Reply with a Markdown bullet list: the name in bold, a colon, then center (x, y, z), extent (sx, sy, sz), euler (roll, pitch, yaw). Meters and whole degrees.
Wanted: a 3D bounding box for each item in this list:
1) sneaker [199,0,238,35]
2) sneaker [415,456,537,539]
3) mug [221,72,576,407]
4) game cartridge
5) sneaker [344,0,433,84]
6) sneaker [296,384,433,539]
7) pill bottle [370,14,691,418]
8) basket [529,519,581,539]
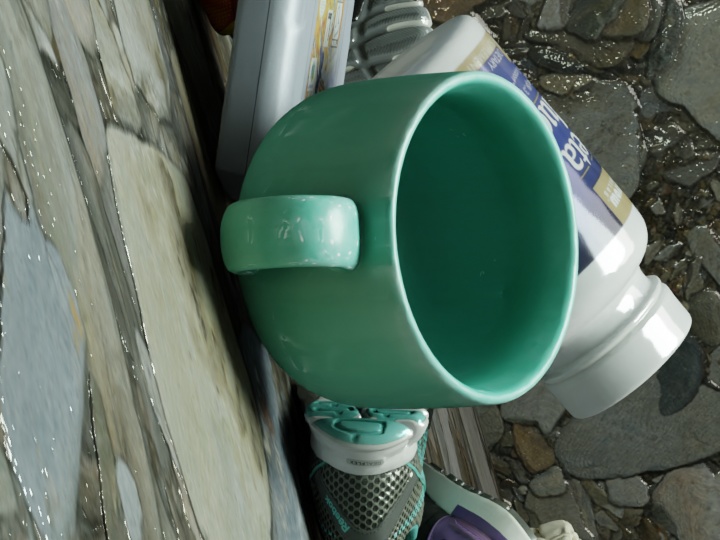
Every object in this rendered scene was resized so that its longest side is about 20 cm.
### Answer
- **sneaker**: center (-0.072, -0.191, 1.519), extent (0.200, 0.073, 0.078), euler (-85, 176, -60)
- **sneaker**: center (0.021, 0.152, 1.461), extent (0.076, 0.087, 0.200), euler (60, -16, -17)
- **mug**: center (0.005, -0.021, 1.256), extent (0.185, 0.114, 0.153), euler (47, 52, -40)
- **game cartridge**: center (-0.036, -0.098, 1.406), extent (0.200, 0.041, 0.134), euler (-29, 124, -82)
- **sneaker**: center (0.021, -0.085, 1.719), extent (0.116, 0.075, 0.201), euler (78, 1, -60)
- **sneaker**: center (0.001, 0.104, 1.409), extent (0.200, 0.077, 0.092), euler (-49, 140, -82)
- **pill bottle**: center (0.078, -0.024, 1.402), extent (0.200, 0.111, 0.111), euler (49, 9, -9)
- **basket**: center (0.088, 0.232, 1.552), extent (0.200, 0.135, 0.124), euler (-81, 154, -82)
